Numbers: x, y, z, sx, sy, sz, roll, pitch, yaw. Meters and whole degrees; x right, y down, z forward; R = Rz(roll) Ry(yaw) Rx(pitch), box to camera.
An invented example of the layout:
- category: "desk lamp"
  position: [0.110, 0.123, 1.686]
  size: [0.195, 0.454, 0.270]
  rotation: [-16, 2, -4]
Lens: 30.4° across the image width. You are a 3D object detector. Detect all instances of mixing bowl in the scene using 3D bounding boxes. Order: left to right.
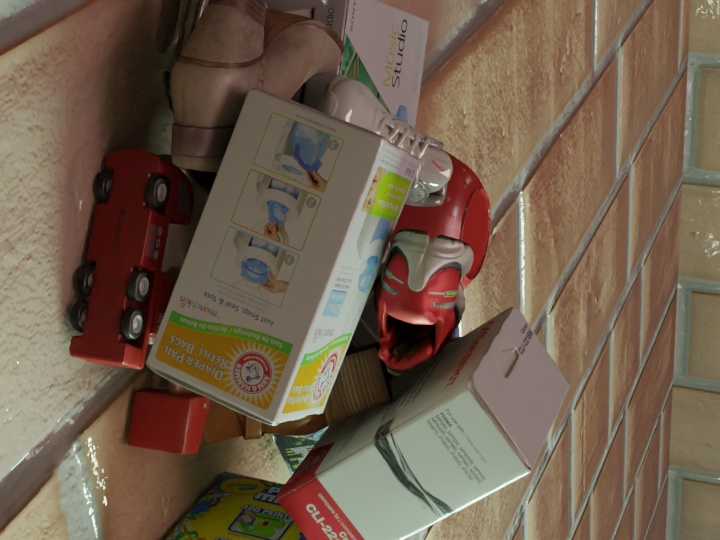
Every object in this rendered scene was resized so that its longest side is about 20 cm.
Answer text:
- category: "mixing bowl"
  position: [0.071, -0.044, 1.380]
  size: [0.200, 0.108, 0.202]
  rotation: [9, 90, -69]

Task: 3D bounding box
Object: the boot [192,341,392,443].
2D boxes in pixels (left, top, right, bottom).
- category: "boot"
  position: [-0.071, 0.029, 1.025]
  size: [0.074, 0.154, 0.201]
  rotation: [52, 24, -79]

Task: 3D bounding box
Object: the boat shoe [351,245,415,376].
- category: "boat shoe"
  position: [0.000, 0.000, 1.104]
  size: [0.201, 0.072, 0.066]
  rotation: [62, -2, 4]

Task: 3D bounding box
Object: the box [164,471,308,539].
- category: "box"
  position: [-0.096, 0.306, 1.076]
  size: [0.193, 0.121, 0.201]
  rotation: [-47, 139, -56]

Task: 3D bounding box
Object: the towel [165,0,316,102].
- category: "towel"
  position: [-0.089, -0.188, 1.039]
  size: [0.200, 0.034, 0.134]
  rotation: [23, 77, -68]

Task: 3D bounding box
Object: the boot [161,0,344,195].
- category: "boot"
  position: [-0.078, -0.121, 0.961]
  size: [0.200, 0.070, 0.147]
  rotation: [22, 80, -64]

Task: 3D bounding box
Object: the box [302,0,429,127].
- category: "box"
  position: [0.006, -0.169, 1.195]
  size: [0.200, 0.036, 0.145]
  rotation: [-6, 104, -66]

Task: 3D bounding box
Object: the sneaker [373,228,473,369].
- category: "sneaker"
  position: [0.035, 0.036, 0.990]
  size: [0.200, 0.076, 0.085]
  rotation: [85, 22, -70]

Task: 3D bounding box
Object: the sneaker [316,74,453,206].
- category: "sneaker"
  position: [0.026, -0.102, 1.092]
  size: [0.200, 0.099, 0.078]
  rotation: [30, 78, -68]

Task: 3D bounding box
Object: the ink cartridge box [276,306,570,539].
- category: "ink cartridge box"
  position: [0.052, 0.131, 1.034]
  size: [0.084, 0.200, 0.144]
  rotation: [52, 30, -5]

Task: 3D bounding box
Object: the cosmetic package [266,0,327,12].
- category: "cosmetic package"
  position: [-0.047, -0.296, 1.025]
  size: [0.083, 0.050, 0.201]
  rotation: [63, 27, -45]

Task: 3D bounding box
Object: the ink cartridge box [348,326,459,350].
- category: "ink cartridge box"
  position: [0.022, 0.068, 1.242]
  size: [0.201, 0.136, 0.077]
  rotation: [81, 27, -51]

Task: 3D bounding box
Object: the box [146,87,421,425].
- category: "box"
  position: [-0.050, -0.007, 0.911]
  size: [0.201, 0.101, 0.112]
  rotation: [-68, 165, 3]

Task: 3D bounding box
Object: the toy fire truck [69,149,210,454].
- category: "toy fire truck"
  position: [-0.147, 0.026, 0.949]
  size: [0.141, 0.048, 0.202]
  rotation: [29, 69, -68]

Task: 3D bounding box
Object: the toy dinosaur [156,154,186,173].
- category: "toy dinosaur"
  position: [-0.094, -0.057, 1.039]
  size: [0.200, 0.058, 0.102]
  rotation: [63, 42, -54]

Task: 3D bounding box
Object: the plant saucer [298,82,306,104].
- category: "plant saucer"
  position: [-0.024, -0.135, 1.222]
  size: [0.200, 0.029, 0.202]
  rotation: [8, 90, -67]

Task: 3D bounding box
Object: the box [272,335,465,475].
- category: "box"
  position: [0.022, 0.134, 1.198]
  size: [0.161, 0.198, 0.044]
  rotation: [71, 14, -47]
